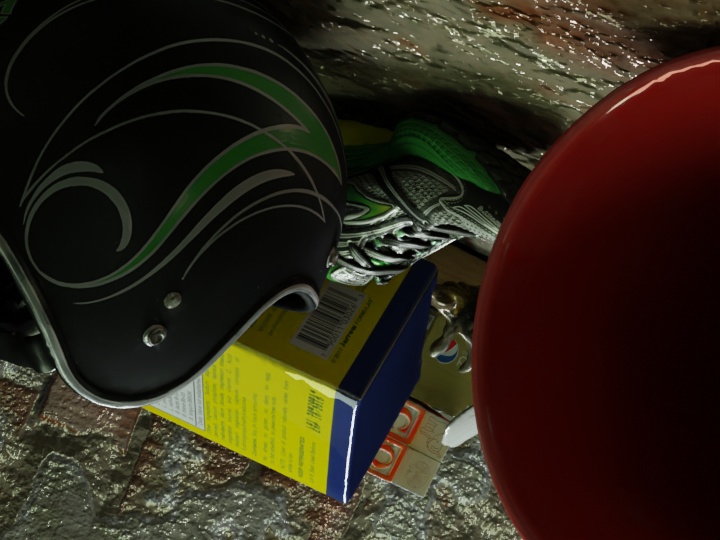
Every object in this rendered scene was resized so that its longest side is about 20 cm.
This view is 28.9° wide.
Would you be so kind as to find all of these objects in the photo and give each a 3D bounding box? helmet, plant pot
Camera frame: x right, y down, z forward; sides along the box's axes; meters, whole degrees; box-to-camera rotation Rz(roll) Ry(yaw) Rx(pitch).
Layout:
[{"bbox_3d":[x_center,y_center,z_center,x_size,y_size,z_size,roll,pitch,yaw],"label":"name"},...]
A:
[{"bbox_3d":[-0.102,-0.046,0.631,0.200,0.190,0.201,37,148,28],"label":"helmet"},{"bbox_3d":[0.169,0.037,0.505,0.176,0.202,0.199,16,178,-43],"label":"plant pot"}]

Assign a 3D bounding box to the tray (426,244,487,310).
[{"bbox_3d":[0.014,-0.019,1.025,0.199,0.037,0.098,27,171,-20],"label":"tray"}]

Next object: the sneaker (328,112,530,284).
[{"bbox_3d":[0.025,-0.027,0.714,0.078,0.086,0.199,27,170,-31],"label":"sneaker"}]

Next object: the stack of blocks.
[{"bbox_3d":[-0.020,0.096,1.056,0.114,0.059,0.200,27,179,-20],"label":"stack of blocks"}]

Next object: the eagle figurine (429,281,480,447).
[{"bbox_3d":[0.130,0.046,0.824,0.199,0.152,0.151,22,153,39],"label":"eagle figurine"}]

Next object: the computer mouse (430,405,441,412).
[{"bbox_3d":[0.147,0.076,1.139,0.198,0.110,0.044,6,138,26],"label":"computer mouse"}]

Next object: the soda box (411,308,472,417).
[{"bbox_3d":[0.034,0.054,1.077,0.067,0.064,0.200,27,180,-23],"label":"soda box"}]

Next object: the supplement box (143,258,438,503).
[{"bbox_3d":[-0.068,0.029,0.828,0.198,0.110,0.109,23,142,13],"label":"supplement box"}]

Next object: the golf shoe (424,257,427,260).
[{"bbox_3d":[0.000,0.000,0.895,0.075,0.092,0.200,6,152,19],"label":"golf shoe"}]
